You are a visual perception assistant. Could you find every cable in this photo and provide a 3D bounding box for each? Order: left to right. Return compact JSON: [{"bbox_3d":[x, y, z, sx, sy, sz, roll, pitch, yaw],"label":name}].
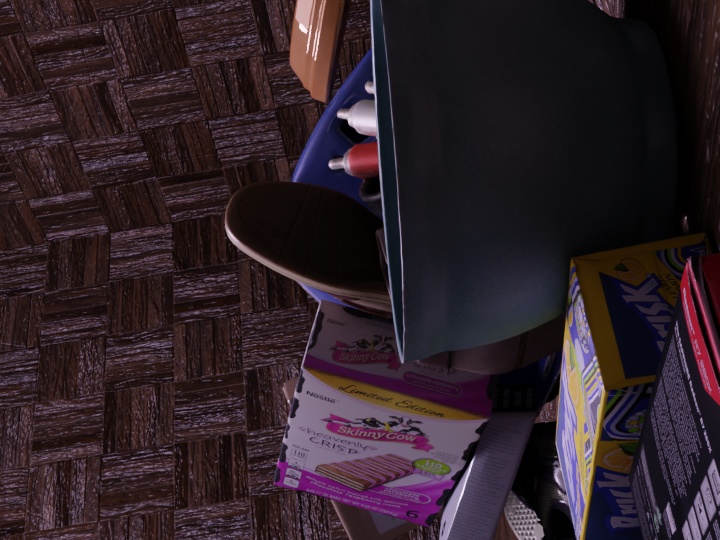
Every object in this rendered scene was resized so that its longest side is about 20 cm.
[{"bbox_3d":[0.055,-0.087,0.733,0.050,0.200,0.098,34,-112,-34],"label":"cable"}]

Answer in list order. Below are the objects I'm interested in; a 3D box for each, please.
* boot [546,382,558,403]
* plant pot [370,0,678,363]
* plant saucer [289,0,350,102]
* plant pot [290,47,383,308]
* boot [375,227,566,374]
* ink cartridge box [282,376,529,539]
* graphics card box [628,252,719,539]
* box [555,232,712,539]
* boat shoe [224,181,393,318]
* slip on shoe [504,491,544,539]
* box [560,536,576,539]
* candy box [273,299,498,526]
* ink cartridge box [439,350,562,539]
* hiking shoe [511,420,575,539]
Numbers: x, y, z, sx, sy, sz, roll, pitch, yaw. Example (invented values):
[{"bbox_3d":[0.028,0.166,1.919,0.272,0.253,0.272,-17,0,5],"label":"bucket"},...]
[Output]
[{"bbox_3d":[0.149,0.039,1.078,0.200,0.069,0.132,58,-163,-56],"label":"boot"},{"bbox_3d":[0.078,-0.060,0.582,0.200,0.133,0.201,175,90,-89],"label":"plant pot"},{"bbox_3d":[-0.022,-0.231,0.899,0.200,0.037,0.201,-169,90,-89],"label":"plant saucer"},{"bbox_3d":[0.029,-0.049,0.923,0.200,0.180,0.200,44,-174,-4],"label":"plant pot"},{"bbox_3d":[0.083,-0.026,0.758,0.070,0.145,0.201,85,177,-54],"label":"boot"},{"bbox_3d":[0.050,0.143,1.090,0.075,0.199,0.165,-136,21,-81],"label":"ink cartridge box"},{"bbox_3d":[0.142,0.094,0.422,0.200,0.051,0.126,81,-179,-58],"label":"graphics card box"},{"bbox_3d":[0.135,0.069,0.574,0.200,0.064,0.070,78,-176,-57],"label":"box"},{"bbox_3d":[0.000,0.000,0.803,0.072,0.199,0.072,121,161,-59],"label":"boat shoe"},{"bbox_3d":[0.181,0.253,0.999,0.061,0.074,0.200,37,-166,-25],"label":"slip on shoe"},{"bbox_3d":[0.100,0.249,0.729,0.036,0.199,0.144,-172,72,-74],"label":"box"},{"bbox_3d":[0.014,0.114,0.879,0.200,0.136,0.061,105,180,-54],"label":"candy box"},{"bbox_3d":[0.110,0.100,0.925,0.200,0.040,0.201,-73,-1,-63],"label":"ink cartridge box"},{"bbox_3d":[0.155,0.181,0.910,0.200,0.075,0.101,79,-174,-68],"label":"hiking shoe"}]
